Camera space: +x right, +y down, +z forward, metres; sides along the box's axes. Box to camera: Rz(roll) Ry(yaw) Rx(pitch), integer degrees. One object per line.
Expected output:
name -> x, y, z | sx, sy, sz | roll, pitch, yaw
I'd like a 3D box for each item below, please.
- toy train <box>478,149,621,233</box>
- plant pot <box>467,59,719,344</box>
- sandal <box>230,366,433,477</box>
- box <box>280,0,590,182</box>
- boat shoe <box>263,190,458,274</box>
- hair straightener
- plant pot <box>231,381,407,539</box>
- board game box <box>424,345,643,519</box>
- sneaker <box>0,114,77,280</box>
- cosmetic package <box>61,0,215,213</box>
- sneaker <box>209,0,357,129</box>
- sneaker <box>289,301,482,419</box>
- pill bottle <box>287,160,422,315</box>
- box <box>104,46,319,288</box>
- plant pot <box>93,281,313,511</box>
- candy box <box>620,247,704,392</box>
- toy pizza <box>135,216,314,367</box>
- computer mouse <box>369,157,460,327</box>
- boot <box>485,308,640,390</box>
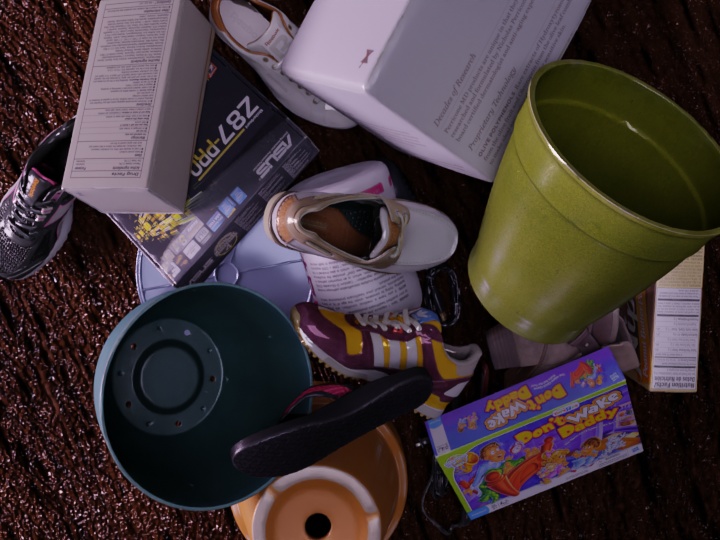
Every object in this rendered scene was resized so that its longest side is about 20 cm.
toy train -> 0.206, -0.045, 0.938 | 0.114, 0.087, 0.200 | 39, 121, -10
plant pot -> 0.189, -0.043, 0.801 | 0.198, 0.202, 0.194 | 26, 133, -5
sandal -> -0.028, 0.131, 0.831 | 0.197, 0.076, 0.045 | -22, 55, -17
box -> 0.064, -0.224, 0.862 | 0.170, 0.199, 0.202 | 27, 92, -31
boat shoe -> 0.012, -0.033, 0.842 | 0.197, 0.068, 0.076 | 3, 95, -27
hair straightener -> 0.098, 0.199, 1.016 | 0.075, 0.041, 0.204 | 4, 100, -2
plant pot -> -0.043, 0.234, 0.936 | 0.196, 0.183, 0.204 | 0, 96, -2
board game box -> 0.179, 0.170, 0.930 | 0.197, 0.045, 0.135 | -24, 134, 7
sneaker -> -0.331, -0.083, 0.942 | 0.080, 0.086, 0.202 | 30, 94, -3
cosmetic package -> -0.216, -0.163, 0.901 | 0.102, 0.073, 0.204 | 3, 76, 20
sneaker -> -0.076, -0.214, 0.940 | 0.199, 0.085, 0.073 | 35, 92, -9
sneaker -> 0.026, 0.063, 0.868 | 0.198, 0.075, 0.091 | 30, 106, -30
pill bottle -> 0.000, 0.000, 0.943 | 0.111, 0.114, 0.203 | -17, 105, 0
box -> -0.164, -0.103, 0.933 | 0.161, 0.049, 0.200 | 43, 91, 20
plant pot -> -0.166, 0.112, 0.883 | 0.197, 0.160, 0.205 | 0, 90, -26
candy box -> 0.314, 0.016, 0.962 | 0.054, 0.115, 0.204 | 0, 96, -2
toy pizza -> -0.143, 0.003, 0.985 | 0.196, 0.032, 0.204 | 0, 96, -1
computer mouse -> 0.057, -0.029, 0.989 | 0.058, 0.034, 0.202 | -29, 96, 0
boot -> 0.217, 0.107, 0.952 | 0.144, 0.071, 0.202 | -14, 128, 11
